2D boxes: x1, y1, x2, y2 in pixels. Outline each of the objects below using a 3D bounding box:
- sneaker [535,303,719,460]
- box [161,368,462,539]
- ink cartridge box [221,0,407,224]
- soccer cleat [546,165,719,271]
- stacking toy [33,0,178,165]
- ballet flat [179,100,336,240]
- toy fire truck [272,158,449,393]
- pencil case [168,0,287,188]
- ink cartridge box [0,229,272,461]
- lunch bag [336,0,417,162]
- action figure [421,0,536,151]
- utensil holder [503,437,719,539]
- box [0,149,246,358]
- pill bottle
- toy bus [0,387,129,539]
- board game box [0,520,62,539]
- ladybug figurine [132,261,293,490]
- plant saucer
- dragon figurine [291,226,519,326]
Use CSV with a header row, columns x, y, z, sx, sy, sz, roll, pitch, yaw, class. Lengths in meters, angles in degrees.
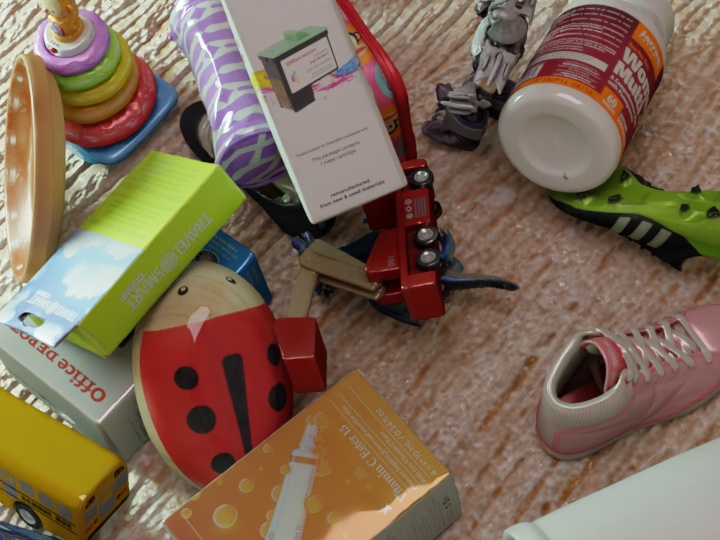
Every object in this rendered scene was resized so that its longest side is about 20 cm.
x,y,z,sx,sy,sz,roll,pitch,yaw,class
0.230,0.076,1.410,0.200,0.105,0.075,-29,60,-8,sneaker
-0.036,0.197,1.389,0.200,0.098,0.124,-38,63,-11,box
-0.040,-0.146,1.381,0.084,0.145,0.201,-22,95,-1,ink cartridge box
0.246,-0.043,1.493,0.200,0.081,0.068,17,51,40,soccer cleat
-0.252,-0.195,1.573,0.116,0.200,0.110,36,72,23,stacking toy
-0.096,-0.106,1.577,0.073,0.073,0.200,-40,63,-13,ballet flat
0.000,0.000,1.439,0.141,0.049,0.200,-10,49,7,toy fire truck
-0.114,-0.163,1.529,0.085,0.084,0.200,-34,51,17,pencil case
-0.198,0.040,1.505,0.146,0.084,0.200,34,71,23,ink cartridge box
-0.028,-0.187,1.548,0.082,0.176,0.200,-29,62,-7,lunch bag
0.107,-0.175,1.506,0.069,0.200,0.130,30,67,8,action figure
0.231,0.227,1.293,0.199,0.170,0.170,-25,61,-7,utensil holder
-0.197,-0.009,1.426,0.200,0.048,0.122,-50,33,-18,box
0.202,-0.168,1.518,0.109,0.110,0.200,17,48,17,pill bottle
-0.290,0.152,1.455,0.200,0.078,0.065,27,53,21,toy bus
-0.297,0.296,1.346,0.062,0.200,0.200,23,82,20,board game box
-0.113,0.092,1.424,0.135,0.072,0.201,-17,99,-24,ladybug figurine
-0.286,-0.089,1.532,0.032,0.200,0.201,0,59,-18,plant saucer
0.037,0.008,1.500,0.200,0.059,0.100,29,70,22,dragon figurine
